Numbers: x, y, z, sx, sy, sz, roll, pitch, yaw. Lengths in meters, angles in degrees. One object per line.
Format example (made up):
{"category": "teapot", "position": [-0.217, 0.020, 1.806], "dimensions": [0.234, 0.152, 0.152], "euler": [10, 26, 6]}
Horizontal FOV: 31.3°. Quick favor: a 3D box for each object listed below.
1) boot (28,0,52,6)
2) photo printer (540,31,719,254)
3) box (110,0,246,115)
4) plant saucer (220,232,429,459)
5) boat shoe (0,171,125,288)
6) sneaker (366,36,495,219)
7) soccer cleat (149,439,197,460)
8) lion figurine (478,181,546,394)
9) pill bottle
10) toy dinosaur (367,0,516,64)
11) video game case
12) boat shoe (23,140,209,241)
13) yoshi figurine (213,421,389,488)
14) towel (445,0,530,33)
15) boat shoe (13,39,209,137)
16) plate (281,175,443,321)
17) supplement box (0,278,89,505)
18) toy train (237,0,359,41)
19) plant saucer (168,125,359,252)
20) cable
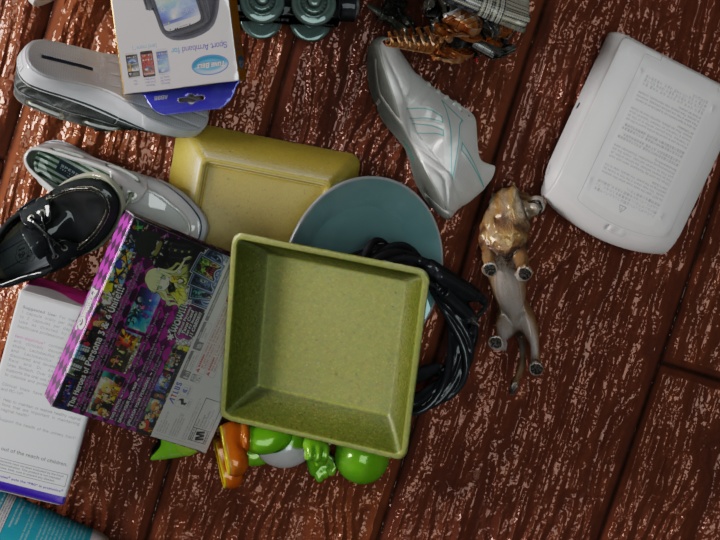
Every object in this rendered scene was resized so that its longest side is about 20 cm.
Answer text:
{"category": "boot", "position": [-0.277, -0.358, 1.277], "dimensions": [0.200, 0.073, 0.090], "euler": [-43, 93, -7]}
{"category": "photo printer", "position": [0.294, -0.127, 1.366], "dimensions": [0.165, 0.069, 0.202], "euler": [23, 95, -9]}
{"category": "box", "position": [-0.178, -0.253, 1.234], "dimensions": [0.117, 0.041, 0.203], "euler": [-6, 97, 8]}
{"category": "plant saucer", "position": [-0.033, 0.068, 1.267], "dimensions": [0.197, 0.048, 0.203], "euler": [11, 112, 12]}
{"category": "boat shoe", "position": [-0.312, -0.033, 1.262], "dimensions": [0.198, 0.066, 0.075], "euler": [-20, 106, 33]}
{"category": "sneaker", "position": [0.071, -0.159, 1.344], "dimensions": [0.080, 0.070, 0.202], "euler": [-32, 106, -11]}
{"category": "soccer cleat", "position": [-0.222, 0.108, 1.340], "dimensions": [0.080, 0.068, 0.203], "euler": [-18, 106, 3]}
{"category": "lion figurine", "position": [0.160, 0.017, 1.366], "dimensions": [0.071, 0.123, 0.203], "euler": [1, 114, 4]}
{"category": "pill bottle", "position": [-0.335, 0.306, 1.334], "dimensions": [0.198, 0.111, 0.112], "euler": [25, 95, -9]}
{"category": "toy dinosaur", "position": [0.087, -0.254, 1.279], "dimensions": [0.136, 0.199, 0.103], "euler": [42, 107, 16]}
{"category": "video game case", "position": [-0.192, 0.064, 1.274], "dimensions": [0.180, 0.036, 0.202], "euler": [22, 95, -32]}
{"category": "boat shoe", "position": [-0.251, -0.069, 1.291], "dimensions": [0.198, 0.067, 0.074], "euler": [22, 99, 7]}
{"category": "yoshi figurine", "position": [-0.049, 0.192, 1.356], "dimensions": [0.197, 0.113, 0.113], "euler": [-12, 120, -16]}
{"category": "towel", "position": [0.094, -0.340, 1.272], "dimensions": [0.190, 0.035, 0.202], "euler": [20, 51, -9]}
{"category": "boat shoe", "position": [-0.253, -0.176, 1.300], "dimensions": [0.198, 0.071, 0.073], "euler": [18, 56, -20]}
{"category": "plate", "position": [0.000, 0.000, 1.347], "dimensions": [0.198, 0.025, 0.203], "euler": [-8, 106, -29]}
{"category": "supplement box", "position": [-0.321, 0.120, 1.315], "dimensions": [0.102, 0.101, 0.203], "euler": [14, 96, -8]}
{"category": "toy train", "position": [-0.098, -0.298, 1.297], "dimensions": [0.197, 0.085, 0.116], "euler": [3, 84, -4]}
{"category": "plant saucer", "position": [-0.111, -0.039, 1.344], "dimensions": [0.197, 0.048, 0.203], "euler": [10, 97, -7]}
{"category": "cable", "position": [0.036, 0.059, 1.340], "dimensions": [0.199, 0.051, 0.165], "euler": [29, 90, -29]}
